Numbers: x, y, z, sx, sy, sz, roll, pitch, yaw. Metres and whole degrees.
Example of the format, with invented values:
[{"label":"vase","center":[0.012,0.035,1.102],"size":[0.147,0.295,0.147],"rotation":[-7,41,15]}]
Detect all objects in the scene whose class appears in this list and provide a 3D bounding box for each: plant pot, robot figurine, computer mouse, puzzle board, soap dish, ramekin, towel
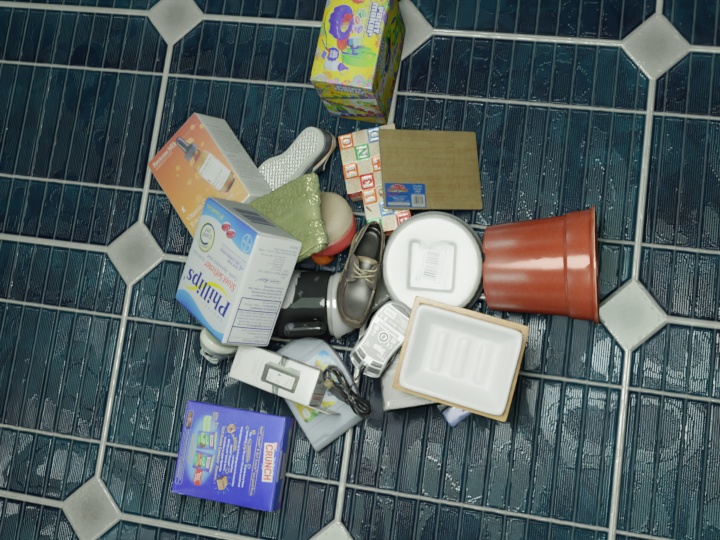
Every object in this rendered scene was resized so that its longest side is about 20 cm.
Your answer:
[{"label":"plant pot","center":[0.318,-0.007,1.465],"size":[0.190,0.200,0.206],"rotation":[-2,81,18]},{"label":"robot figurine","center":[-0.094,0.067,1.536],"size":[0.195,0.125,0.154],"rotation":[-1,66,9]},{"label":"computer mouse","center":[0.024,0.145,1.450],"size":[0.109,0.044,0.202],"rotation":[36,88,6]},{"label":"puzzle board","center":[0.131,-0.188,1.570],"size":[0.195,0.017,0.155],"rotation":[-1,79,-15]},{"label":"soap dish","center":[0.167,0.145,1.393],"size":[0.195,0.081,0.161],"rotation":[15,91,9]},{"label":"ramekin","center":[0.130,-0.007,1.491],"size":[0.195,0.098,0.206],"rotation":[0,90,7]},{"label":"towel","center":[-0.133,-0.078,1.488],"size":[0.198,0.036,0.152],"rotation":[-24,69,43]}]

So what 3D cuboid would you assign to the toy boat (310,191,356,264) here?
[{"label":"toy boat","center":[-0.087,-0.067,1.577],"size":[0.197,0.132,0.131],"rotation":[11,51,45]}]

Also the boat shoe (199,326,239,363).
[{"label":"boat shoe","center":[-0.254,0.138,1.533],"size":[0.070,0.201,0.072],"rotation":[42,98,6]}]

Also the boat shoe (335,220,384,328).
[{"label":"boat shoe","center":[0.000,0.000,1.458],"size":[0.073,0.074,0.204],"rotation":[10,61,-3]}]

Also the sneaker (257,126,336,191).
[{"label":"sneaker","center":[-0.125,-0.202,1.629],"size":[0.198,0.079,0.080],"rotation":[-34,76,29]}]

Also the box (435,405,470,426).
[{"label":"box","center":[0.157,0.170,1.538],"size":[0.120,0.032,0.202],"rotation":[-36,78,3]}]

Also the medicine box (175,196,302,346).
[{"label":"medicine box","center":[-0.217,0.002,1.467],"size":[0.181,0.102,0.204],"rotation":[33,107,43]}]

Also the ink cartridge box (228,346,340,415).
[{"label":"ink cartridge box","center":[-0.125,0.196,1.506],"size":[0.196,0.116,0.069],"rotation":[19,84,11]}]

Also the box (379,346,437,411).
[{"label":"box","center":[0.132,0.167,1.486],"size":[0.195,0.079,0.145],"rotation":[-9,76,9]}]

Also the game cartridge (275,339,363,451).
[{"label":"game cartridge","center":[-0.081,0.218,1.571],"size":[0.132,0.040,0.202],"rotation":[-34,77,0]}]

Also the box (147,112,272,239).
[{"label":"box","center":[-0.288,-0.173,1.613],"size":[0.152,0.106,0.202],"rotation":[-41,76,20]}]

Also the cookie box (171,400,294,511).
[{"label":"cookie box","center":[-0.236,0.345,1.557],"size":[0.195,0.075,0.176],"rotation":[8,82,11]}]

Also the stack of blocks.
[{"label":"stack of blocks","center":[0.031,-0.165,1.598],"size":[0.112,0.059,0.205],"rotation":[-12,80,8]}]

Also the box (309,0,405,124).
[{"label":"box","center":[0.001,-0.411,1.574],"size":[0.119,0.193,0.205],"rotation":[10,82,11]}]
